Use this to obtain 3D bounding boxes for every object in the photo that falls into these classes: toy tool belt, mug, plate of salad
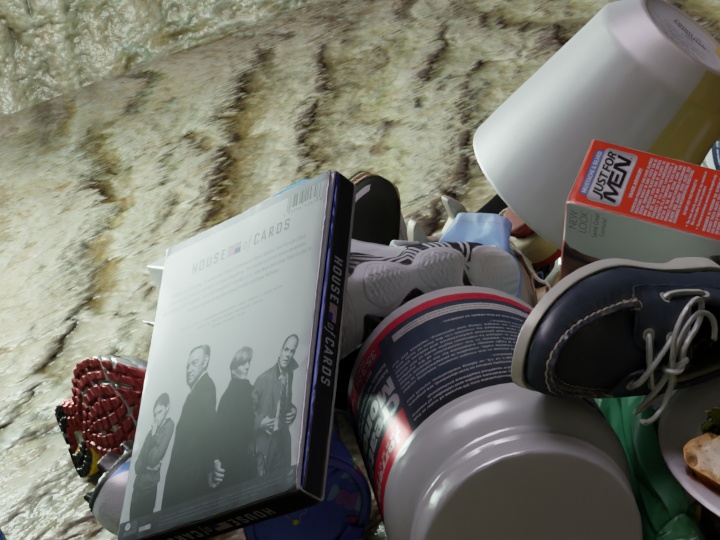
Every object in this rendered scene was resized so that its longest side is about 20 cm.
[{"bbox_3d":[0.074,0.014,1.247,0.124,0.123,0.201,0,58,45],"label":"toy tool belt"},{"bbox_3d":[0.196,-0.100,1.274,0.153,0.185,0.150,-52,32,27],"label":"mug"},{"bbox_3d":[0.260,0.090,0.978,0.198,0.048,0.201,1,27,-1],"label":"plate of salad"}]

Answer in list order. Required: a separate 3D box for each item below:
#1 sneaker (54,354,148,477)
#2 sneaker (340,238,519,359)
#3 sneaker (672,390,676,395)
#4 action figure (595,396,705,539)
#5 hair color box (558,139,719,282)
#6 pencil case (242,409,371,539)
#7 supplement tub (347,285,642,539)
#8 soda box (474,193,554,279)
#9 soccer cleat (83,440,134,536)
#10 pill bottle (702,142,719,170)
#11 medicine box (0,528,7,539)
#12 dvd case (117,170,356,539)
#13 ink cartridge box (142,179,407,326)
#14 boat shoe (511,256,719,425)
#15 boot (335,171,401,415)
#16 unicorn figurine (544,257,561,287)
[{"bbox_3d":[-0.175,0.100,1.384,0.082,0.078,0.200,-21,-5,-23],"label":"sneaker"},{"bbox_3d":[0.000,0.000,1.157,0.199,0.076,0.115,-9,32,-33],"label":"sneaker"},{"bbox_3d":[0.224,0.029,1.236,0.115,0.074,0.200,3,30,44],"label":"sneaker"},{"bbox_3d":[0.166,0.109,1.048,0.054,0.119,0.201,6,33,-9],"label":"action figure"},{"bbox_3d":[0.224,0.001,1.111,0.198,0.111,0.064,16,50,16],"label":"hair color box"},{"bbox_3d":[-0.045,0.102,1.099,0.078,0.087,0.200,-44,26,9],"label":"pencil case"},{"bbox_3d":[0.073,0.108,1.039,0.139,0.141,0.200,-20,25,-1],"label":"supplement tub"},{"bbox_3d":[0.102,0.001,1.423,0.070,0.064,0.200,30,40,17],"label":"soda box"},{"bbox_3d":[-0.112,0.140,1.295,0.086,0.070,0.200,36,37,12],"label":"soccer cleat"},{"bbox_3d":[0.338,-0.101,1.424,0.110,0.112,0.200,-25,19,-17],"label":"pill bottle"},{"bbox_3d":[-0.286,0.252,1.086,0.199,0.104,0.182,-23,18,-10],"label":"medicine box"},{"bbox_3d":[-0.070,0.053,1.041,0.150,0.025,0.202,-22,49,39],"label":"dvd case"},{"bbox_3d":[-0.064,0.023,1.473,0.199,0.126,0.128,-31,21,-30],"label":"ink cartridge box"},{"bbox_3d":[0.158,0.038,0.981,0.062,0.075,0.199,33,23,34],"label":"boat shoe"},{"bbox_3d":[0.002,0.021,1.348,0.138,0.077,0.202,-6,64,69],"label":"boot"},{"bbox_3d":[0.187,0.000,1.347,0.198,0.074,0.138,-4,34,27],"label":"unicorn figurine"}]
